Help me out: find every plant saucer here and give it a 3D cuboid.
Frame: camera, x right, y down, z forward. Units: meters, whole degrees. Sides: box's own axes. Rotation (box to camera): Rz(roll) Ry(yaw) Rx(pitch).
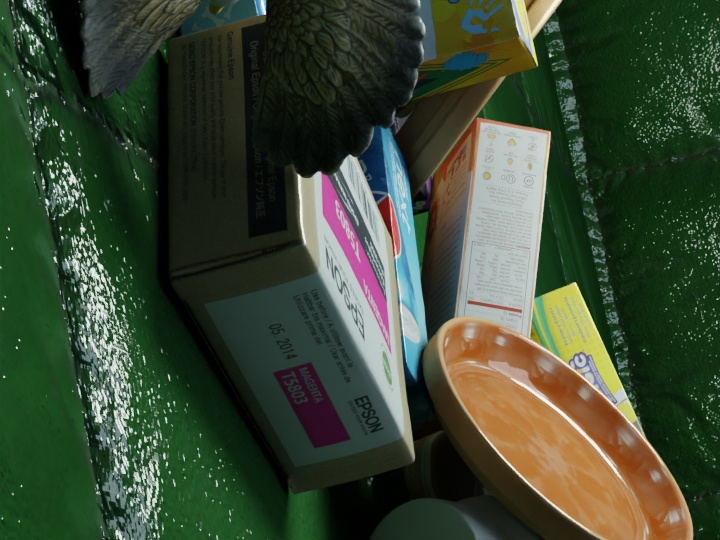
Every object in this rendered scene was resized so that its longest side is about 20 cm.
[{"bbox_3d":[0.116,0.109,1.310,0.200,0.032,0.201,34,23,-17],"label":"plant saucer"},{"bbox_3d":[0.075,-0.130,1.478,0.037,0.201,0.200,37,13,1],"label":"plant saucer"}]

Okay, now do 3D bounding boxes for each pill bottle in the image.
[{"bbox_3d":[0.098,0.197,1.308,0.199,0.114,0.115,18,55,-46],"label":"pill bottle"}]

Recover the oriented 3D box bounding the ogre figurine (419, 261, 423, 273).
[{"bbox_3d":[0.074,0.012,1.623,0.120,0.098,0.201,16,98,-84],"label":"ogre figurine"}]

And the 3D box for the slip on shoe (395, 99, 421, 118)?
[{"bbox_3d":[0.059,-0.203,1.541,0.074,0.061,0.201,-61,174,-69],"label":"slip on shoe"}]

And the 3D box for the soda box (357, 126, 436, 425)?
[{"bbox_3d":[0.000,0.000,1.339,0.068,0.064,0.201,62,17,-52],"label":"soda box"}]

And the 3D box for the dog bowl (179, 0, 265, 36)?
[{"bbox_3d":[-0.064,-0.157,1.243,0.200,0.049,0.112,-86,160,-59],"label":"dog bowl"}]

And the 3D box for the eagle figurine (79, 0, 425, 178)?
[{"bbox_3d":[-0.051,-0.161,1.039,0.151,0.151,0.201,71,12,-48],"label":"eagle figurine"}]

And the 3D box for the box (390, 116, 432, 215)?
[{"bbox_3d":[0.008,-0.133,1.617,0.200,0.036,0.144,38,40,-70],"label":"box"}]

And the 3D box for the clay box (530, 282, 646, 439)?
[{"bbox_3d":[0.154,0.119,1.502,0.201,0.047,0.115,67,-18,9],"label":"clay box"}]

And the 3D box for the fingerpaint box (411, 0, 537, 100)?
[{"bbox_3d":[0.010,-0.209,1.375,0.073,0.166,0.201,39,38,-72],"label":"fingerpaint box"}]

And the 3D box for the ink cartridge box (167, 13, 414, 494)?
[{"bbox_3d":[-0.036,-0.007,1.140,0.200,0.075,0.165,65,14,-49],"label":"ink cartridge box"}]

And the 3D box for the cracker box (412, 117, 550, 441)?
[{"bbox_3d":[0.078,0.014,1.472,0.134,0.057,0.201,128,-29,-72],"label":"cracker box"}]

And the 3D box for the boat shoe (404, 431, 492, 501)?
[{"bbox_3d":[0.068,0.156,1.434,0.200,0.066,0.074,40,49,-57],"label":"boat shoe"}]
